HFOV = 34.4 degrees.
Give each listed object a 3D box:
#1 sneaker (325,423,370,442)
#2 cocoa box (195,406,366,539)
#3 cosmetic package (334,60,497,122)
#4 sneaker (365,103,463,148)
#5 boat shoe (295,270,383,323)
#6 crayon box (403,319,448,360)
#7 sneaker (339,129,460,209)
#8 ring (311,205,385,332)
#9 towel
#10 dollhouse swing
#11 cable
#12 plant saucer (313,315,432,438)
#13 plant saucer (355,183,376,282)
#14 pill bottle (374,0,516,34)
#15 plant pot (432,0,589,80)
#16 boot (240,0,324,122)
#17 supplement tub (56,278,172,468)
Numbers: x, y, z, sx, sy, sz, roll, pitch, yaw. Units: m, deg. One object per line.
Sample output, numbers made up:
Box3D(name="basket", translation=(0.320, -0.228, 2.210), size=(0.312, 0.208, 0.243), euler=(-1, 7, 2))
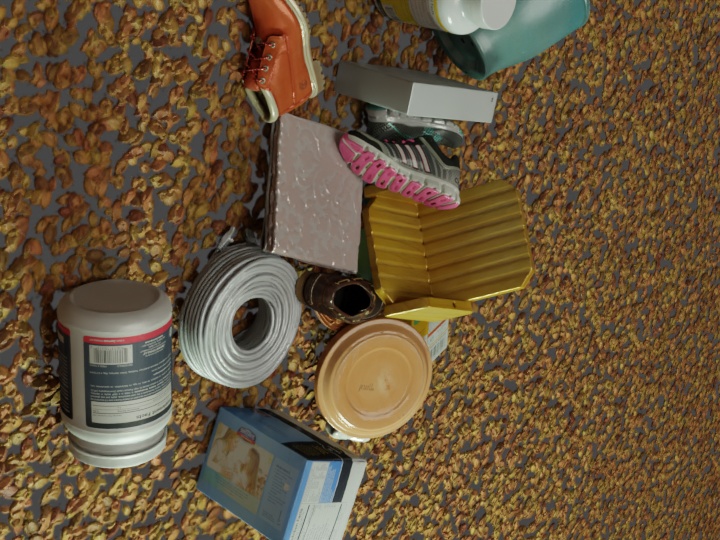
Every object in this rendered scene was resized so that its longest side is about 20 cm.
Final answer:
Box3D(name="sneaker", translation=(-0.003, 0.180, 1.859), size=(0.080, 0.075, 0.203), euler=(4, 103, -40))
Box3D(name="cocoa box", translation=(-0.116, 0.293, 1.675), size=(0.130, 0.199, 0.135), euler=(11, 99, -49))
Box3D(name="cosmetic package", translation=(0.083, -0.261, 1.701), size=(0.199, 0.150, 0.052), euler=(-3, 109, -47))
Box3D(name="sneaker", translation=(0.076, -0.198, 1.780), size=(0.198, 0.077, 0.093), euler=(6, 99, -41))
Box3D(name="boat shoe", translation=(-0.014, 0.044, 1.704), size=(0.199, 0.070, 0.071), euler=(9, 92, -58))
Box3D(name="crayon box", translation=(0.097, 0.069, 1.899), size=(0.126, 0.051, 0.202), euler=(-40, 143, -43))
Box3D(name="sneaker", translation=(0.064, -0.164, 1.692), size=(0.198, 0.074, 0.088), euler=(24, 65, -12))
Box3D(name="ring", translation=(0.000, 0.000, 1.781), size=(0.199, 0.019, 0.203), euler=(-23, 122, -42))
Box3D(name="towel", translation=(-0.064, -0.107, 1.653), size=(0.190, 0.032, 0.203), euler=(12, 79, -49))
Box3D(name="dollhouse swing", translation=(0.132, -0.044, 1.728), size=(0.181, 0.174, 0.203), euler=(8, 69, -49))
Box3D(name="cable", translation=(-0.163, 0.065, 1.626), size=(0.201, 0.069, 0.200), euler=(-55, 138, -16))
Box3D(name="plant saucer", translation=(0.024, 0.170, 1.817), size=(0.198, 0.032, 0.203), euler=(-7, 109, -21))
Box3D(name="plant saucer", translation=(0.047, -0.063, 1.842), size=(0.199, 0.027, 0.203), euler=(-23, 122, -42))
Box3D(name="pill bottle", translation=(0.119, -0.397, 1.645), size=(0.111, 0.199, 0.114), euler=(-23, 123, -41))
Box3D(name="plant pot", translation=(0.213, -0.399, 1.772), size=(0.187, 0.200, 0.201), euler=(-39, 134, -10))
Box3D(name="boot", translation=(-0.119, -0.290, 1.525), size=(0.107, 0.075, 0.201), euler=(-40, 133, -23))
Box3D(name="supplement tub", translation=(-0.302, 0.125, 1.440), size=(0.139, 0.139, 0.203), euler=(-17, 118, -43))
